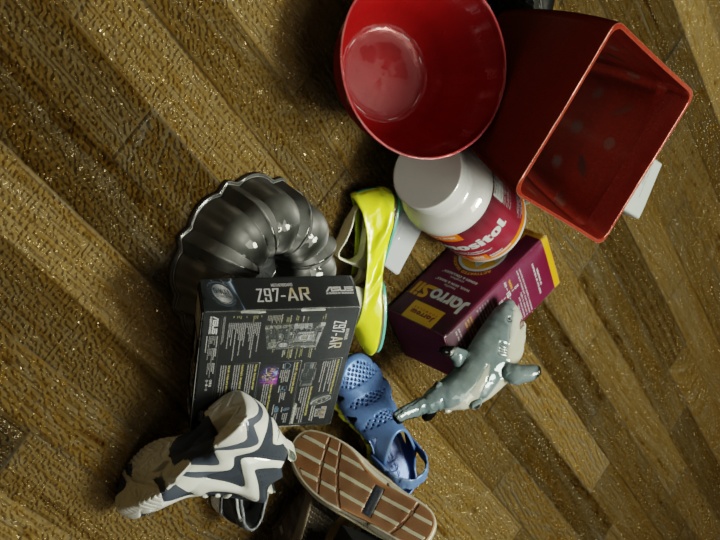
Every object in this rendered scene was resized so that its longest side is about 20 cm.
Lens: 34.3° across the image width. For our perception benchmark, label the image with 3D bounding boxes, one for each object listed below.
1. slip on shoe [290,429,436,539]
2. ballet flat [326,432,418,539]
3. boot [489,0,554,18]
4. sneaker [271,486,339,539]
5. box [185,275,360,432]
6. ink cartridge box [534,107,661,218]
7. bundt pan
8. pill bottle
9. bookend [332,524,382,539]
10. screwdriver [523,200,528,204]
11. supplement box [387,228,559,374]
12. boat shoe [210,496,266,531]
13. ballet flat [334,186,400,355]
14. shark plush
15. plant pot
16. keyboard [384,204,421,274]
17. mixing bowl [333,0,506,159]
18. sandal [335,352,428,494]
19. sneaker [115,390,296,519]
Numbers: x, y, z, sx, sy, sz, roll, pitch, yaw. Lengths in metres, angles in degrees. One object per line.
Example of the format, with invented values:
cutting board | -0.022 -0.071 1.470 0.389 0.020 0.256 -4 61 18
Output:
slip on shoe | 0.001 0.264 1.387 0.077 0.198 0.061 -58 172 -19
ballet flat | 0.012 0.297 1.496 0.068 0.063 0.202 29 87 -46
boot | 0.236 -0.351 1.423 0.157 0.079 0.214 -25 123 -35
sneaker | -0.072 0.299 1.421 0.071 0.075 0.201 52 48 -32
box | -0.095 0.089 1.203 0.158 0.044 0.201 -2 138 -15
ink cartridge box | 0.274 -0.148 1.501 0.199 0.146 0.084 20 94 -46
bundt pan | -0.102 0.002 1.248 0.200 0.075 0.205 -20 120 -38
pill bottle | 0.114 -0.085 1.365 0.200 0.112 0.114 27 88 -61
bookend | 0.020 0.366 1.393 0.198 0.199 0.093 27 95 -28
screwdriver | 0.205 -0.089 1.441 0.029 0.199 0.028 59 39 -8
supplement box | 0.144 0.032 1.477 0.200 0.110 0.086 -43 131 -23
boat shoe | -0.121 0.196 1.317 0.071 0.067 0.203 1 106 -44
ballet flat | 0.000 0.000 1.365 0.066 0.067 0.203 2 104 -23
shark plush | 0.118 0.118 1.391 0.198 0.091 0.084 -29 106 -6
plant pot | 0.216 -0.180 1.308 0.199 0.176 0.201 22 102 -48
keyboard | 0.078 -0.093 1.432 0.056 0.011 0.202 34 83 -52
mixing bowl | 0.047 -0.217 1.252 0.197 0.108 0.204 -1 91 -24
sandal | 0.030 0.191 1.421 0.079 0.087 0.202 -32 101 -25
sneaker | -0.154 0.220 1.235 0.199 0.080 0.129 -39 127 11
